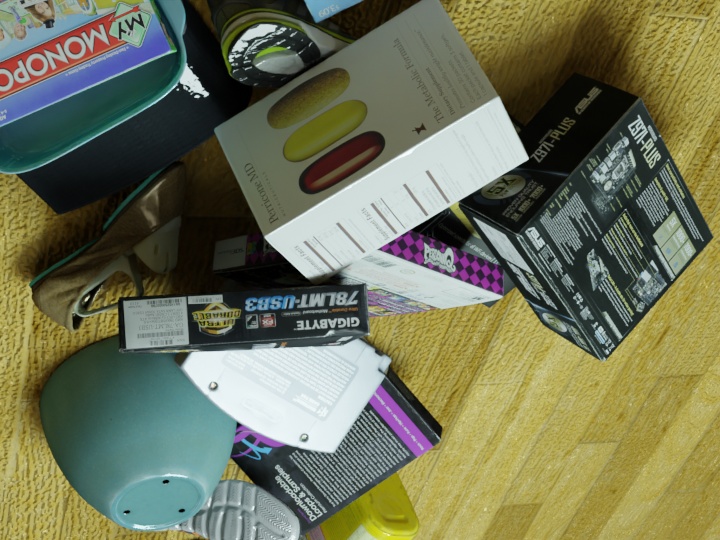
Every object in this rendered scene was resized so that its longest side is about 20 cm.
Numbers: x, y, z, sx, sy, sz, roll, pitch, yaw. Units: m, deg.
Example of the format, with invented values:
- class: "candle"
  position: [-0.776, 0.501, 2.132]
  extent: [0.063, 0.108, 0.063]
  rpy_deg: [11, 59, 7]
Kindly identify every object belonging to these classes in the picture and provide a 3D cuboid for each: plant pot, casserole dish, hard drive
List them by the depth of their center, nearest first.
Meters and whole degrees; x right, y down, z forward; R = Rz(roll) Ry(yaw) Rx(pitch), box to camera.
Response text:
- class: "casserole dish"
  position: [-0.218, -0.154, 0.970]
  extent: [0.200, 0.039, 0.121]
  rpy_deg: [-28, 93, 7]
- class: "hard drive"
  position: [-0.196, -0.126, 1.047]
  extent: [0.200, 0.042, 0.135]
  rpy_deg: [-28, 138, 9]
- class: "plant pot"
  position: [-0.211, 0.176, 1.297]
  extent: [0.200, 0.135, 0.200]
  rpy_deg: [-11, 138, -10]

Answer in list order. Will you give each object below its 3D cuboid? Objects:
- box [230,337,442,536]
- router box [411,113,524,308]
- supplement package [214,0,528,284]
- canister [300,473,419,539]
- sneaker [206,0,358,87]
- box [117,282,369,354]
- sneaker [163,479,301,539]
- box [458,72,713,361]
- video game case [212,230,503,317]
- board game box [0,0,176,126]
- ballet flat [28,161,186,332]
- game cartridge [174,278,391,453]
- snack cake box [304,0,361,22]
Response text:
- class: "box"
  position: [-0.034, 0.175, 1.387]
  extent: [0.200, 0.036, 0.143]
  rpy_deg: [-37, 100, 18]
- class: "router box"
  position: [0.114, -0.063, 1.229]
  extent: [0.157, 0.052, 0.200]
  rpy_deg: [-40, 135, 20]
- class: "supplement package"
  position: [0.009, -0.097, 1.011]
  extent: [0.200, 0.114, 0.110]
  rpy_deg: [-31, 152, 6]
- class: "canister"
  position: [-0.032, 0.306, 1.497]
  extent: [0.086, 0.149, 0.200]
  rpy_deg: [12, 128, -38]
- class: "sneaker"
  position: [-0.045, -0.183, 1.027]
  extent: [0.074, 0.081, 0.200]
  rpy_deg: [-37, 155, 22]
- class: "box"
  position: [-0.101, 0.044, 1.114]
  extent: [0.198, 0.050, 0.200]
  rpy_deg: [-1, 176, -7]
- class: "sneaker"
  position: [-0.143, 0.259, 1.418]
  extent: [0.200, 0.078, 0.112]
  rpy_deg: [11, 176, 20]
- class: "box"
  position: [0.205, -0.046, 1.172]
  extent: [0.164, 0.086, 0.200]
  rpy_deg: [-48, 131, -7]
- class: "video game case"
  position: [0.000, 0.000, 1.180]
  extent: [0.181, 0.036, 0.200]
  rpy_deg: [-10, 160, 41]
- class: "board game box"
  position: [-0.249, -0.178, 0.926]
  extent: [0.200, 0.029, 0.135]
  rpy_deg: [-23, 100, 3]
- class: "ballet flat"
  position: [-0.205, -0.012, 1.136]
  extent: [0.200, 0.072, 0.068]
  rpy_deg: [-38, 178, 20]
- class: "game cartridge"
  position: [-0.078, 0.094, 1.274]
  extent: [0.200, 0.040, 0.133]
  rpy_deg: [35, 86, -30]
- class: "snack cake box"
  position: [0.029, -0.280, 0.952]
  extent: [0.200, 0.067, 0.115]
  rpy_deg: [-25, 138, 5]
